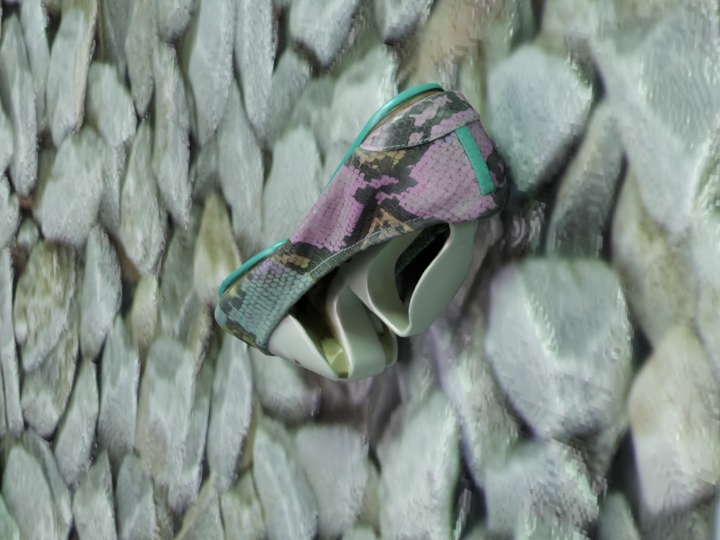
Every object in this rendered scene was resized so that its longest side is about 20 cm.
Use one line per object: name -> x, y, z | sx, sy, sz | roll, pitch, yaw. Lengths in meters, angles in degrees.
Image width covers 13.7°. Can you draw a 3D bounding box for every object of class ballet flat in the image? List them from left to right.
ballet flat -> 0.000, 0.000, 1.176 | 0.071, 0.069, 0.200 | 62, 146, 12
